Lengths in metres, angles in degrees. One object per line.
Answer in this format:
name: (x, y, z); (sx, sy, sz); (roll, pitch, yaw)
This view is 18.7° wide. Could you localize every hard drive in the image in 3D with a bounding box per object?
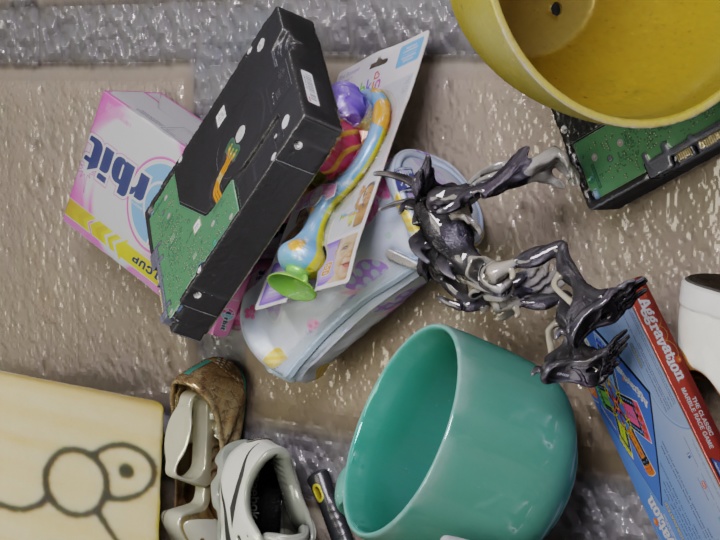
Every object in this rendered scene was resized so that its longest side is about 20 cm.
hard drive: (0.173, -0.157, 1.400); (0.139, 0.038, 0.201); (-31, 72, 39)
hard drive: (-0.084, -0.067, 1.522); (0.200, 0.038, 0.140); (-54, 29, 27)

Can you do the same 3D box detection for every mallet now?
mallet: (-0.003, 0.245, 1.597); (0.066, 0.041, 0.201); (-48, 58, 35)

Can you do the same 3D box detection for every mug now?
mug: (0.069, 0.123, 1.461); (0.153, 0.114, 0.185); (-67, 19, 0)

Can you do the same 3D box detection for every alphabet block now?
alphabet block: (-0.282, 0.197, 1.677); (0.196, 0.199, 0.197); (-31, 51, 52)

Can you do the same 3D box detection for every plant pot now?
plant pot: (0.128, -0.181, 1.298); (0.142, 0.199, 0.201); (-179, 87, -65)

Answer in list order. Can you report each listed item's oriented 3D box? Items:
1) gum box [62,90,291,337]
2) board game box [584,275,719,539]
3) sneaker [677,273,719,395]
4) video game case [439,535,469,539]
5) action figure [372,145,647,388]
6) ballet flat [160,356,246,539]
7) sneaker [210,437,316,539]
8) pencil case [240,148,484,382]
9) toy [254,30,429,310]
gum box: (-0.130, -0.044, 1.668); (0.200, 0.066, 0.114); (35, 114, 35)
board game box: (0.197, 0.114, 1.389); (0.201, 0.019, 0.103); (66, 155, 17)
sneaker: (0.272, 0.065, 1.319); (0.200, 0.072, 0.085); (23, 111, 50)
video game case: (0.098, 0.276, 1.422); (0.023, 0.181, 0.201); (-109, 39, -60)
action figure: (0.098, -0.013, 1.398); (0.200, 0.102, 0.119); (43, 148, 34)
ballet flat: (-0.126, 0.168, 1.678); (0.070, 0.065, 0.201); (1, 94, 41)
sneaker: (-0.066, 0.223, 1.606); (0.088, 0.074, 0.201); (160, 101, -66)
pencil case: (0.000, 0.000, 1.543); (0.200, 0.083, 0.091); (-39, 50, 37)
toy: (-0.025, -0.076, 1.509); (0.115, 0.047, 0.201); (-18, 51, 53)
